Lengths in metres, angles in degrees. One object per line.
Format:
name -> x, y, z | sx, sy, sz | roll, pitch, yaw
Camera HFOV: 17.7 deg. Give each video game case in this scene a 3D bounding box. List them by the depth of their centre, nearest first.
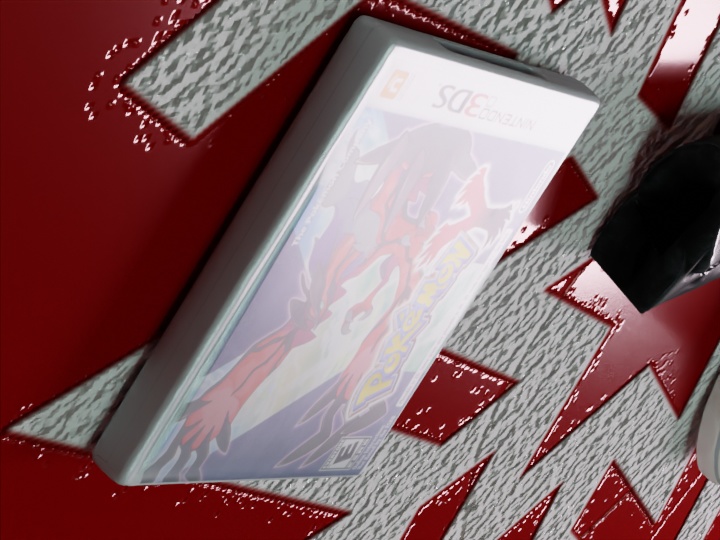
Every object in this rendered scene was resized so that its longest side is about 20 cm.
video game case -> 0.000, 0.000, 0.920 | 0.200, 0.023, 0.182 | -57, 153, 15

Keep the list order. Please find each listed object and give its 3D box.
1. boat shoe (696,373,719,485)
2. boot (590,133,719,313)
boat shoe -> 0.260, 0.060, 1.353 | 0.072, 0.068, 0.200 | -15, 137, -46
boot -> 0.214, -0.066, 1.135 | 0.200, 0.066, 0.165 | -10, 132, -47
